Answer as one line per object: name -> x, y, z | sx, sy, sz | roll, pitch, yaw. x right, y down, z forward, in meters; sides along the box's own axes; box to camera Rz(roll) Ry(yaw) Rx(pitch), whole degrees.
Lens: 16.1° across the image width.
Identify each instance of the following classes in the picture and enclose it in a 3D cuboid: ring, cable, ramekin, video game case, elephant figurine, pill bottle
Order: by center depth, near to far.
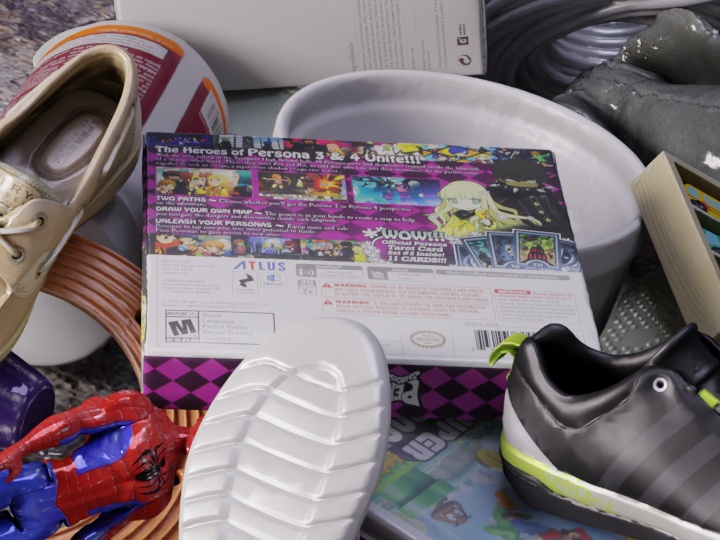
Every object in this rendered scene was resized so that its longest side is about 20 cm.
video game case -> 0.055, 0.084, 1.086 | 0.200, 0.017, 0.143 | 30, 39, 25
ring -> -0.159, 0.063, 1.113 | 0.200, 0.019, 0.201 | 6, 56, -10
video game case -> 0.000, 0.000, 1.142 | 0.199, 0.036, 0.181 | 2, 34, -7
pill bottle -> -0.140, -0.040, 1.284 | 0.114, 0.114, 0.200 | 13, 28, 3
ramekin -> 0.045, -0.015, 1.316 | 0.200, 0.105, 0.200 | 9, 29, -5
elephant figurine -> 0.160, -0.073, 1.421 | 0.200, 0.155, 0.141 | 37, 27, 25
cable -> 0.153, -0.147, 1.508 | 0.199, 0.200, 0.069 | 1, 67, -7

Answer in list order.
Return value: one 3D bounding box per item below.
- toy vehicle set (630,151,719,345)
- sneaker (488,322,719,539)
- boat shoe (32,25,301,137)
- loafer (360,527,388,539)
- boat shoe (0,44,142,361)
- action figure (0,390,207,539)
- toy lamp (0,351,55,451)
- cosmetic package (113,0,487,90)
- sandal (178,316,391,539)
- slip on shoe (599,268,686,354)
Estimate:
toy vehicle set -> 0.228, 0.026, 1.278 | 0.200, 0.027, 0.124 | 26, 31, -34
sneaker -> 0.136, 0.065, 1.006 | 0.200, 0.083, 0.072 | 9, 24, 29
boat shoe -> -0.103, -0.084, 1.436 | 0.200, 0.060, 0.076 | 26, 55, 35
loafer -> 0.003, 0.091, 1.142 | 0.073, 0.072, 0.200 | 6, 29, -10
boat shoe -> -0.160, -0.023, 1.118 | 0.072, 0.065, 0.200 | 31, 56, 8
action figure -> -0.139, 0.098, 1.033 | 0.200, 0.066, 0.052 | -22, 21, -18
toy lamp -> -0.235, 0.034, 1.175 | 0.200, 0.058, 0.058 | 20, 29, 15
cosmetic package -> -0.032, -0.160, 1.405 | 0.199, 0.085, 0.108 | -3, 36, 2
sandal -> -0.034, 0.117, 1.022 | 0.082, 0.050, 0.203 | 6, 69, 19
slip on shoe -> 0.128, 0.073, 1.236 | 0.074, 0.061, 0.200 | 3, 33, 33
